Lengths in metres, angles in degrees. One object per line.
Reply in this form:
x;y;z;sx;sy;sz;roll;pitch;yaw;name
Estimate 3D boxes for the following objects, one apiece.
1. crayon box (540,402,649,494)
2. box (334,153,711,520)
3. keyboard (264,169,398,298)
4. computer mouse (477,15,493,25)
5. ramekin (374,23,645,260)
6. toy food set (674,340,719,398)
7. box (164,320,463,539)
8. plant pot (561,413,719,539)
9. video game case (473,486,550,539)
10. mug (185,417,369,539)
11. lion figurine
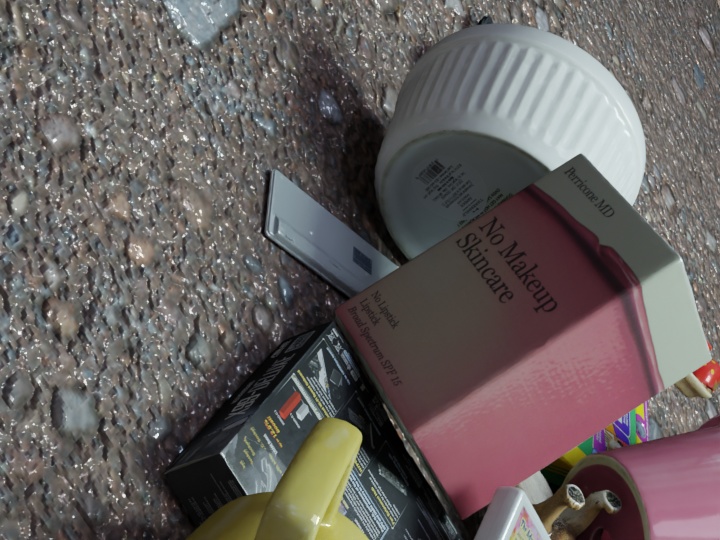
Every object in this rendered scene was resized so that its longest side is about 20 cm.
0.172;0.104;1.123;0.172;0.058;0.202;43;39;-31;crayon box
0.104;0.041;0.880;0.128;0.199;0.109;55;-3;46;box
0.000;0.000;0.980;0.200;0.011;0.057;38;37;-39;keyboard
0.095;-0.184;1.223;0.059;0.034;0.200;66;24;-18;computer mouse
0.104;-0.069;1.009;0.201;0.199;0.105;52;45;-22;ramekin
0.260;0.032;1.244;0.200;0.049;0.198;48;9;-9;toy food set
-0.014;0.155;0.819;0.201;0.049;0.158;59;33;-12;box
0.247;0.200;0.988;0.177;0.200;0.202;4;63;-24;plant pot
0.093;0.267;0.845;0.183;0.023;0.201;-60;137;-33;video game case
-0.038;0.178;0.659;0.150;0.186;0.153;51;27;-7;mug
0.107;0.154;0.968;0.072;0.123;0.202;7;49;-38;lion figurine
